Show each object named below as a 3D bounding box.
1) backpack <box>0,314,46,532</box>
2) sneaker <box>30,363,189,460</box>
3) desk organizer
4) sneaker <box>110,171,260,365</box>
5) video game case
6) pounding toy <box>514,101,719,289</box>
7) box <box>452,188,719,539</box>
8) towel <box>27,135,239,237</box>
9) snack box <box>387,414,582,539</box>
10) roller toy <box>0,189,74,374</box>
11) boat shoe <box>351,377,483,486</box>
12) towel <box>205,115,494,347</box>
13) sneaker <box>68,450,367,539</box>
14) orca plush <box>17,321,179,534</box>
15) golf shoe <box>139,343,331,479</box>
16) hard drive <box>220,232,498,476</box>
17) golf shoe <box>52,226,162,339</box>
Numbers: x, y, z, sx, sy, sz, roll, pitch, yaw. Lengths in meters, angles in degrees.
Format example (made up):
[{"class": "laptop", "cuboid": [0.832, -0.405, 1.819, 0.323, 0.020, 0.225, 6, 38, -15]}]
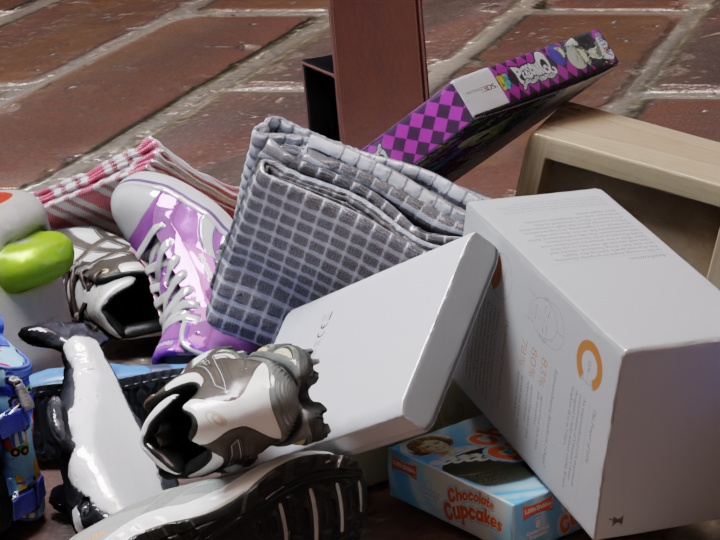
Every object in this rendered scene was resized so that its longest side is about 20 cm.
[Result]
[{"class": "backpack", "cuboid": [-0.285, 0.058, 1.318, 0.134, 0.200, 0.183, -15, 19, -27]}, {"class": "sneaker", "cuboid": [-0.139, 0.088, 1.430, 0.200, 0.066, 0.078, -2, 13, 6]}, {"class": "desk organizer", "cuboid": [-0.001, -0.190, 1.625, 0.077, 0.200, 0.072, -13, 20, -23]}, {"class": "sneaker", "cuboid": [-0.126, 0.015, 1.518, 0.200, 0.073, 0.114, 43, 42, 14]}, {"class": "video game case", "cuboid": [0.063, -0.094, 1.519, 0.181, 0.036, 0.200, -25, -8, -47]}, {"class": "pounding toy", "cuboid": [0.179, -0.006, 1.521, 0.184, 0.200, 0.142, 17, 22, 15]}, {"class": "box", "cuboid": [0.141, 0.050, 1.264, 0.097, 0.125, 0.200, -6, 29, -22]}, {"class": "towel", "cuboid": [-0.196, -0.045, 1.721, 0.200, 0.030, 0.146, -19, -27, 30]}, {"class": "snack box", "cuboid": [0.129, 0.115, 1.331, 0.200, 0.037, 0.116, -16, 23, -36]}, {"class": "roller toy", "cuboid": [-0.303, 0.029, 1.528, 0.182, 0.140, 0.200, -16, 11, -21]}, {"class": "boat shoe", "cuboid": [0.050, 0.089, 1.389, 0.200, 0.071, 0.063, -17, 18, -26]}, {"class": "towel", "cuboid": [0.000, 0.000, 1.428, 0.200, 0.166, 0.086, 22, 51, 1]}, {"class": "sneaker", "cuboid": [-0.083, 0.145, 1.220, 0.200, 0.074, 0.079, -15, 16, -32]}, {"class": "orca plush", "cuboid": [-0.180, 0.113, 1.322, 0.105, 0.071, 0.200, 28, 24, -50]}, {"class": "golf shoe", "cuboid": [-0.097, 0.085, 1.264, 0.094, 0.078, 0.200, -14, -7, -26]}, {"class": "hard drive", "cuboid": [-0.004, 0.059, 1.304, 0.200, 0.027, 0.132, -24, 36, 52]}, {"class": "golf shoe", "cuboid": [-0.200, 0.011, 1.637, 0.200, 0.078, 0.094, 2, 11, 21]}]
